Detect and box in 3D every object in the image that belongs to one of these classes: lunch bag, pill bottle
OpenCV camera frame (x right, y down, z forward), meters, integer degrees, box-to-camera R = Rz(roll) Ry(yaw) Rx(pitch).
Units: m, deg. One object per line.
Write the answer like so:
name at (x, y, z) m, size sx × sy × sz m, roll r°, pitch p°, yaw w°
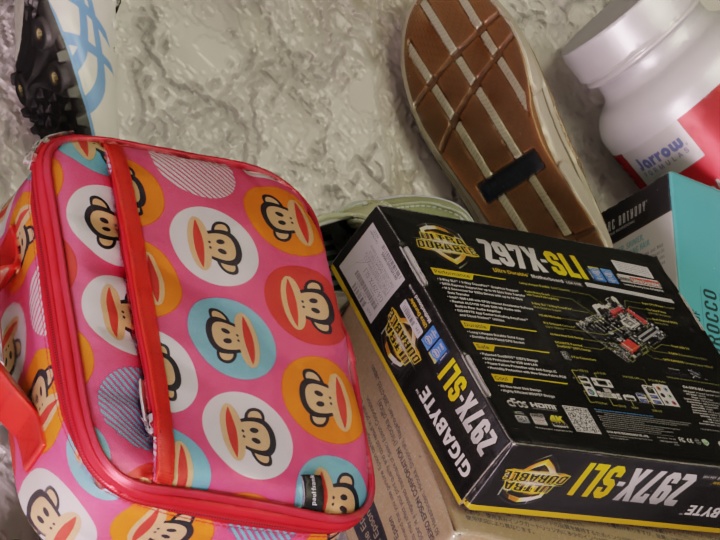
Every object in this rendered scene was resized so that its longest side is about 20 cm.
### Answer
lunch bag at (-0.092, 0.037, 1.271) m, size 0.175 × 0.082 × 0.201 m, roll 11°, pitch 48°, yaw -31°
pill bottle at (0.209, -0.073, 1.650) m, size 0.200 × 0.112 × 0.112 m, roll 49°, pitch 46°, yaw -7°

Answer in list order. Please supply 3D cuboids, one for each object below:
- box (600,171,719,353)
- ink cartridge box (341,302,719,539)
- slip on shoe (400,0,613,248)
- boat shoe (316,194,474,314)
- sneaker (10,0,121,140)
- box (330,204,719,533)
box at (0.165, 0.055, 1.565) m, size 0.049 × 0.082 × 0.201 m, roll 18°, pitch 57°, yaw -34°
ink cartridge box at (0.082, 0.110, 1.435) m, size 0.199 × 0.075 × 0.165 m, roll 15°, pitch 35°, yaw -33°
slip on shoe at (0.083, -0.064, 1.580) m, size 0.201 × 0.076 × 0.061 m, roll 61°, pitch 5°, yaw 14°
boat shoe at (0.000, 0.000, 1.469) m, size 0.199 × 0.062 × 0.072 m, roll -19°, pitch 81°, yaw -45°
sneaker at (-0.139, -0.139, 1.418) m, size 0.072 × 0.072 × 0.201 m, roll -3°, pitch 69°, yaw -25°
box at (0.101, 0.050, 1.416) m, size 0.199 × 0.049 × 0.160 m, roll 9°, pitch 37°, yaw -40°
